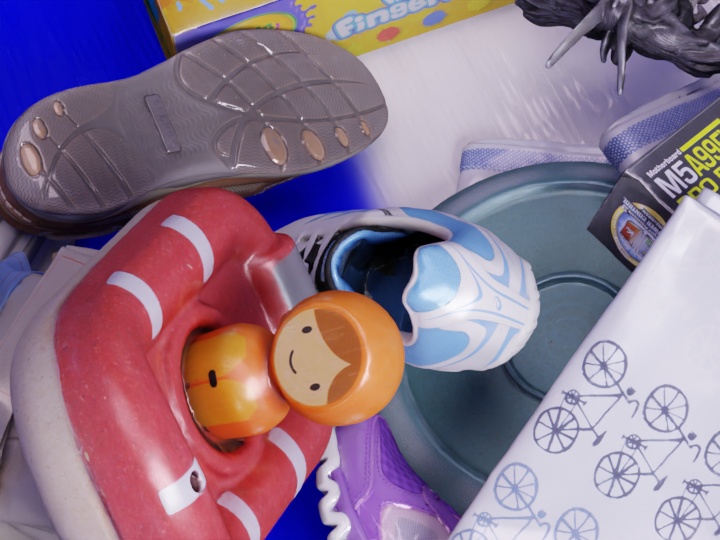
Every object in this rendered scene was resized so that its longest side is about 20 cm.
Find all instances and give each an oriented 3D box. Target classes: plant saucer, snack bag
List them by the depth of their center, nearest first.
[{"bbox_3d":[0.157,0.099,1.002,0.200,0.021,0.189,37,93,13],"label":"snack bag"},{"bbox_3d":[0.094,0.035,1.140,0.198,0.027,0.202,-2,64,4],"label":"plant saucer"}]

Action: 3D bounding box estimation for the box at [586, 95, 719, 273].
[{"bbox_3d":[0.217,-0.021,1.097,0.160,0.044,0.200,43,50,12],"label":"box"}]

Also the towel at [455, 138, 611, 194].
[{"bbox_3d":[0.109,0.029,1.168,0.146,0.024,0.201,4,62,5],"label":"towel"}]

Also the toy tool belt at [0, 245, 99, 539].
[{"bbox_3d":[-0.134,0.042,1.111,0.122,0.126,0.201,-4,35,18],"label":"toy tool belt"}]

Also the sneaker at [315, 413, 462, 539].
[{"bbox_3d":[0.051,0.140,1.069,0.088,0.080,0.201,-31,69,10],"label":"sneaker"}]

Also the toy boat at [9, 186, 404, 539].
[{"bbox_3d":[-0.044,0.043,0.990,0.130,0.131,0.200,-16,19,27],"label":"toy boat"}]

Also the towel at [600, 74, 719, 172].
[{"bbox_3d":[0.214,-0.016,1.145,0.146,0.024,0.200,-25,66,-38],"label":"towel"}]

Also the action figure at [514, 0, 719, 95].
[{"bbox_3d":[0.141,-0.156,1.182,0.118,0.103,0.200,15,31,19],"label":"action figure"}]

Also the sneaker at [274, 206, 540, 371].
[{"bbox_3d":[0.000,0.000,1.107,0.072,0.200,0.072,30,78,-30],"label":"sneaker"}]

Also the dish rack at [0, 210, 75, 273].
[{"bbox_3d":[-0.245,0.010,1.181,0.171,0.044,0.201,24,67,13],"label":"dish rack"}]

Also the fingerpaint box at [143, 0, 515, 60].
[{"bbox_3d":[-0.022,-0.190,1.260,0.199,0.074,0.168,-20,62,-8],"label":"fingerpaint box"}]

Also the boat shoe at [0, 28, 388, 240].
[{"bbox_3d":[-0.082,-0.061,1.192,0.199,0.072,0.076,-11,75,-28],"label":"boat shoe"}]
